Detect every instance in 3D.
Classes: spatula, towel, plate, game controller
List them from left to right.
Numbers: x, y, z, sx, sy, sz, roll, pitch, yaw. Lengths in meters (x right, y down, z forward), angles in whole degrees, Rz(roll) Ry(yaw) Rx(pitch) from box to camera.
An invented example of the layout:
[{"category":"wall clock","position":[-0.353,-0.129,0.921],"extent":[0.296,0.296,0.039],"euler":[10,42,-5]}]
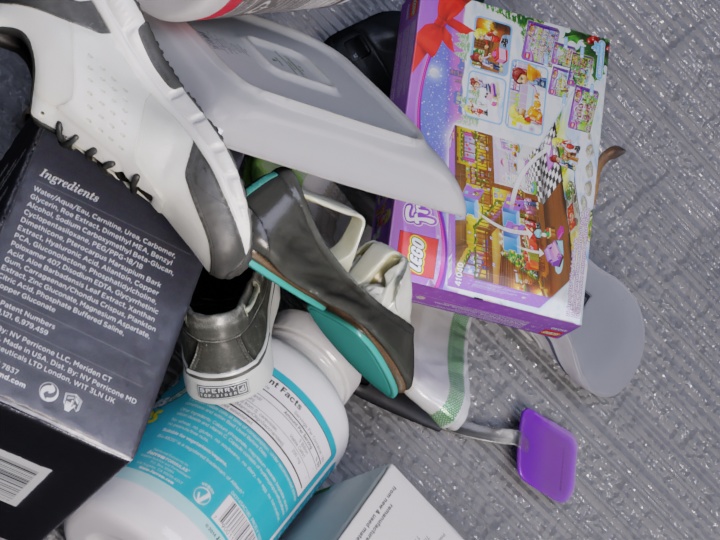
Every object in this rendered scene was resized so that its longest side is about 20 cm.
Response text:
[{"category":"plate","position":[-0.049,-0.111,1.351],"extent":[0.199,0.032,0.200],"euler":[15,23,-38]},{"category":"towel","position":[0.000,0.000,1.461],"extent":[0.200,0.031,0.149],"euler":[46,18,-17]},{"category":"game controller","position":[0.046,-0.084,1.574],"extent":[0.104,0.042,0.201],"euler":[-30,93,-51]},{"category":"spatula","position":[0.071,0.105,1.532],"extent":[0.199,0.021,0.057],"euler":[22,58,-25]}]

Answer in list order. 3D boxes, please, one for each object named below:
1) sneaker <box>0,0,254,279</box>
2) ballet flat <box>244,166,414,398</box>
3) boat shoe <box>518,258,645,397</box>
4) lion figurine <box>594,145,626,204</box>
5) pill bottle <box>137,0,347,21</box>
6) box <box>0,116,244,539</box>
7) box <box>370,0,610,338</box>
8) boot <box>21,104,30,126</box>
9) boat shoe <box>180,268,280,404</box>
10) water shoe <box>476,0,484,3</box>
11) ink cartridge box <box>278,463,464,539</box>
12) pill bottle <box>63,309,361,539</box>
[{"category":"sneaker","position":[-0.126,-0.075,1.194],"extent":[0.080,0.074,0.201],"euler":[-31,82,-17]},{"category":"ballet flat","position":[-0.009,0.005,1.323],"extent":[0.069,0.068,0.200],"euler":[-52,139,-6]},{"category":"boat shoe","position":[0.133,0.015,1.560],"extent":[0.074,0.065,0.200],"euler":[-50,136,-13]},{"category":"lion figurine","position":[0.116,-0.086,1.558],"extent":[0.199,0.072,0.123],"euler":[26,39,-28]},{"category":"pill bottle","position":[-0.049,-0.209,1.346],"extent":[0.199,0.110,0.111],"euler":[-14,83,-50]},{"category":"box","position":[-0.175,0.025,1.278],"extent":[0.117,0.197,0.201],"euler":[25,62,-14]},{"category":"box","position":[0.083,-0.069,1.451],"extent":[0.136,0.039,0.201],"euler":[15,70,-18]},{"category":"boot","position":[-0.151,-0.125,1.437],"extent":[0.146,0.070,0.201],"euler":[-32,86,-28]},{"category":"boat shoe","position":[-0.083,0.004,1.371],"extent":[0.070,0.200,0.064],"euler":[-10,117,-3]},{"category":"water shoe","position":[0.036,-0.270,1.607],"extent":[0.072,0.078,0.201],"euler":[-51,131,-50]},{"category":"ink cartridge box","position":[0.027,0.228,1.386],"extent":[0.200,0.146,0.084],"euler":[47,54,-13]},{"category":"pill bottle","position":[-0.080,0.113,1.374],"extent":[0.111,0.111,0.200],"euler":[48,55,-11]}]
